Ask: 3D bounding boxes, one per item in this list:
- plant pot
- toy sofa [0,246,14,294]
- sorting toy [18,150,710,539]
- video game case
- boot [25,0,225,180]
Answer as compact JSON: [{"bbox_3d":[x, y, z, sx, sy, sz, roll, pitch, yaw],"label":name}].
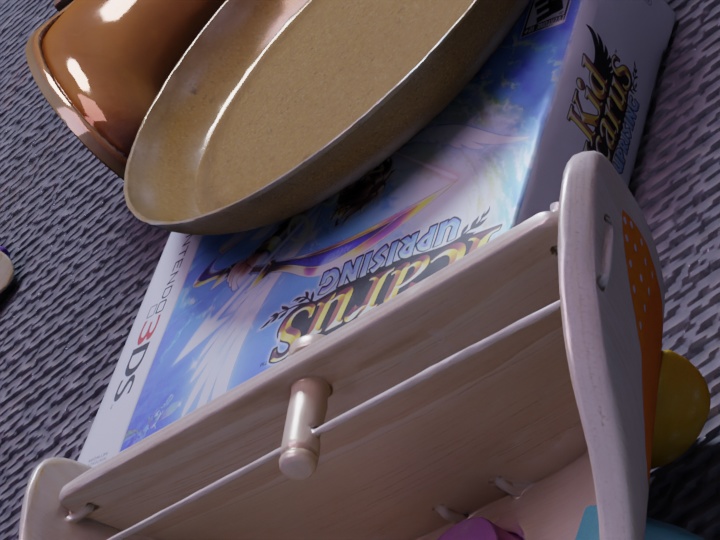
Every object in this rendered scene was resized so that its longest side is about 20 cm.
[{"bbox_3d":[-0.001,-0.084,0.789,0.200,0.027,0.201,-37,24,20],"label":"plant pot"},{"bbox_3d":[-0.247,0.052,1.045,0.201,0.097,0.083,-58,3,-17],"label":"toy sofa"},{"bbox_3d":[0.009,0.103,0.553,0.199,0.107,0.181,-30,39,33],"label":"sorting toy"},{"bbox_3d":[0.000,0.000,0.752,0.199,0.045,0.182,-24,36,41],"label":"video game case"},{"bbox_3d":[-0.068,-0.130,1.003,0.154,0.074,0.201,-37,31,15],"label":"boot"}]
